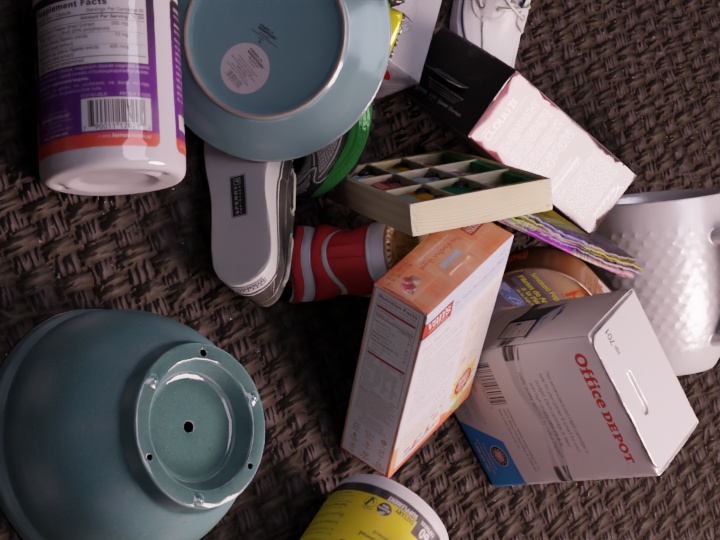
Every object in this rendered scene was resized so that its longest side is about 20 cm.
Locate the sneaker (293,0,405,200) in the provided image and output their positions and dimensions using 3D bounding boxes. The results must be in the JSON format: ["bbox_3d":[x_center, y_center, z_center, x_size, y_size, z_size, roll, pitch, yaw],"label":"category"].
[{"bbox_3d":[-0.034,-0.156,1.403,0.085,0.078,0.201,4,111,-33],"label":"sneaker"}]

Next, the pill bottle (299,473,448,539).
[{"bbox_3d":[-0.019,0.270,1.336,0.111,0.111,0.200,53,51,-22],"label":"pill bottle"}]

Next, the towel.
[{"bbox_3d":[0.161,-0.052,1.568,0.199,0.144,0.023,22,102,-35],"label":"towel"}]

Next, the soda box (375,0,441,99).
[{"bbox_3d":[0.034,-0.263,1.533,0.068,0.063,0.201,34,59,-33],"label":"soda box"}]

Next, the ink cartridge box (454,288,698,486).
[{"bbox_3d":[0.179,0.109,1.498,0.086,0.199,0.147,-41,110,-41],"label":"ink cartridge box"}]

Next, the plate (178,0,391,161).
[{"bbox_3d":[-0.074,-0.188,1.335,0.026,0.199,0.201,3,76,-80],"label":"plate"}]

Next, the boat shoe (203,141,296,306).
[{"bbox_3d":[-0.088,-0.069,1.380,0.064,0.070,0.201,46,42,-61],"label":"boat shoe"}]

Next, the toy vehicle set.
[{"bbox_3d":[0.061,-0.068,1.401,0.124,0.200,0.027,-11,104,-19],"label":"toy vehicle set"}]

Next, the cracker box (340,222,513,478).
[{"bbox_3d":[0.054,0.061,1.407,0.134,0.058,0.201,-40,153,-41],"label":"cracker box"}]

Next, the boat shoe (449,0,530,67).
[{"bbox_3d":[0.132,-0.266,1.625,0.073,0.067,0.201,4,78,-43],"label":"boat shoe"}]

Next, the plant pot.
[{"bbox_3d":[-0.155,0.120,1.223,0.200,0.134,0.202,10,75,-42],"label":"plant pot"}]

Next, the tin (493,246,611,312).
[{"bbox_3d":[0.199,0.051,1.589,0.200,0.112,0.042,44,44,-29],"label":"tin"}]

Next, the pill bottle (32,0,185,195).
[{"bbox_3d":[-0.192,-0.165,1.263,0.111,0.111,0.201,5,78,-43],"label":"pill bottle"}]

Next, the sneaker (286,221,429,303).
[{"bbox_3d":[0.000,0.000,1.453,0.200,0.112,0.072,36,51,-69],"label":"sneaker"}]

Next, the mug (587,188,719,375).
[{"bbox_3d":[0.321,0.013,1.657,0.147,0.199,0.176,-11,98,-43],"label":"mug"}]

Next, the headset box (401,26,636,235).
[{"bbox_3d":[0.137,-0.134,1.538,0.200,0.149,0.077,34,95,-34],"label":"headset box"}]
